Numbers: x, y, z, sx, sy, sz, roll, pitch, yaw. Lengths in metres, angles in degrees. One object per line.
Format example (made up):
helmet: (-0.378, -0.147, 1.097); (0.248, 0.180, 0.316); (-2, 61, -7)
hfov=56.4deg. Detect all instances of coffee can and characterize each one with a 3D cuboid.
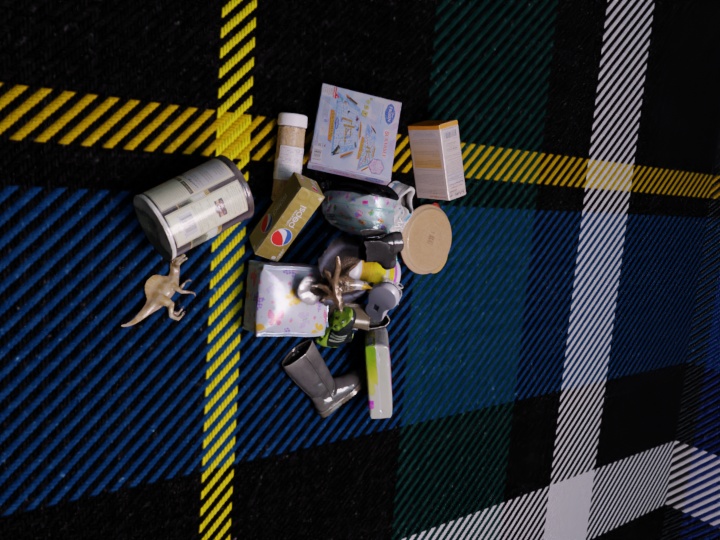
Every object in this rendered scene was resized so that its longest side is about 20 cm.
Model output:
coffee can: (-0.342, -0.131, 1.386); (0.199, 0.146, 0.148); (-32, 117, -28)

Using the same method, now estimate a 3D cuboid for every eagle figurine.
eagle figurine: (-0.041, 0.021, 1.551); (0.151, 0.200, 0.152); (39, 110, -5)

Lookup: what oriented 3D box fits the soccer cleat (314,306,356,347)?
soccer cleat: (-0.044, 0.141, 1.650); (0.080, 0.200, 0.068); (17, 61, -20)

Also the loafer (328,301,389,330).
loafer: (-0.002, 0.117, 1.749); (0.199, 0.069, 0.076); (2, 97, -38)

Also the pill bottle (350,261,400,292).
pill bottle: (0.000, 0.000, 1.707); (0.199, 0.104, 0.105); (10, 93, -39)

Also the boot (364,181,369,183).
boot: (0.004, -0.320, 1.669); (0.199, 0.073, 0.151); (36, 77, -28)

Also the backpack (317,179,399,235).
backpack: (0.003, -0.147, 1.618); (0.166, 0.199, 0.128); (-3, 103, -38)

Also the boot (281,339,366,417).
boot: (-0.090, 0.254, 1.719); (0.182, 0.072, 0.201); (-41, 114, -27)

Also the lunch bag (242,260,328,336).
lunch bag: (-0.166, 0.068, 1.580); (0.198, 0.127, 0.172); (3, 95, -29)

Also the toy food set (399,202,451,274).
toy food set: (0.181, -0.089, 1.867); (0.199, 0.048, 0.200); (-1, 99, -38)

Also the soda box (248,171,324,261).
soda box: (-0.169, -0.119, 1.515); (0.067, 0.064, 0.200); (19, 119, -38)

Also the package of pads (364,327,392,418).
package of pads: (0.048, 0.265, 1.770); (0.067, 0.155, 0.202); (-3, 104, 1)

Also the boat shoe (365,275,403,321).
boat shoe: (0.070, 0.057, 1.655); (0.074, 0.202, 0.086); (34, 67, 7)

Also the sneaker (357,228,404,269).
sneaker: (0.037, -0.047, 1.543); (0.103, 0.200, 0.061); (-10, 72, -13)

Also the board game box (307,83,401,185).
board game box: (-0.013, -0.320, 1.587); (0.197, 0.041, 0.202); (11, 79, -11)

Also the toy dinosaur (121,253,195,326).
toy dinosaur: (-0.421, 0.061, 1.432); (0.101, 0.058, 0.201); (41, 65, -20)

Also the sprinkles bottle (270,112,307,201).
sprinkles bottle: (-0.165, -0.258, 1.549); (0.068, 0.068, 0.202); (1, 98, -38)

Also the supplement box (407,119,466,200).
supplement box: (0.205, -0.295, 1.796); (0.073, 0.125, 0.202); (-23, 113, -34)

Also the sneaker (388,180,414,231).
sneaker: (0.096, -0.134, 1.768); (0.074, 0.086, 0.202); (8, 95, -40)
